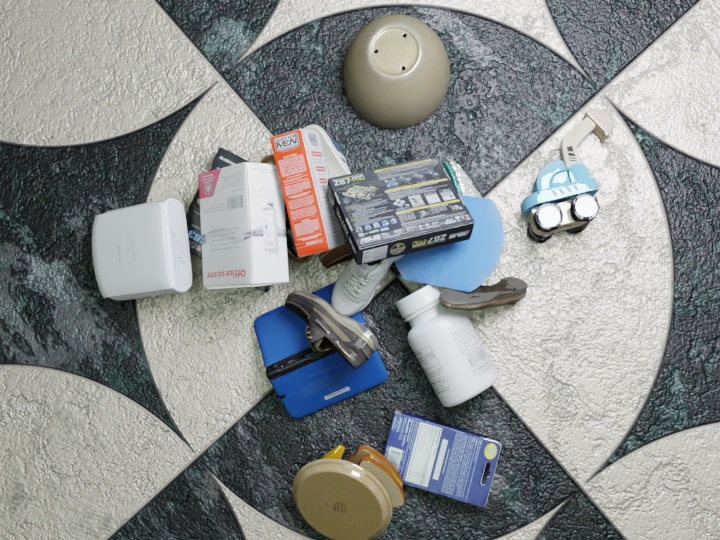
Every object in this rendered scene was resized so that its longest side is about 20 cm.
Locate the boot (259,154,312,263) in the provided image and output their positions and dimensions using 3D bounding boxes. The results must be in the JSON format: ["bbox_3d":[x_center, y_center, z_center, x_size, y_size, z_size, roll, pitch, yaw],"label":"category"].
[{"bbox_3d":[-0.129,-0.112,1.270,0.073,0.075,0.202,-19,88,2],"label":"boot"}]

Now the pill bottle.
[{"bbox_3d":[0.147,0.124,1.267,0.114,0.114,0.201,-29,87,3],"label":"pill bottle"}]

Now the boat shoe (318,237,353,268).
[{"bbox_3d":[0.022,-0.047,1.303,0.199,0.072,0.068,-25,88,4],"label":"boat shoe"}]

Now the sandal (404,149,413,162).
[{"bbox_3d":[0.130,-0.124,1.299,0.048,0.075,0.202,-22,96,5],"label":"sandal"}]

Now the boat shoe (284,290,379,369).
[{"bbox_3d":[-0.062,0.100,1.244,0.199,0.075,0.074,27,70,32],"label":"boat shoe"}]

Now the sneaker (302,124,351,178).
[{"bbox_3d":[-0.042,-0.167,1.306,0.074,0.084,0.202,-22,92,15],"label":"sneaker"}]

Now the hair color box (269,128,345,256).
[{"bbox_3d":[-0.086,-0.131,1.224,0.061,0.101,0.202,-12,93,15],"label":"hair color box"}]

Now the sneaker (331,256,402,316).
[{"bbox_3d":[0.000,0.000,1.237,0.075,0.099,0.201,41,113,15],"label":"sneaker"}]

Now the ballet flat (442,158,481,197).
[{"bbox_3d":[0.193,-0.104,1.304,0.071,0.072,0.202,-15,89,4],"label":"ballet flat"}]

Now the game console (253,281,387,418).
[{"bbox_3d":[-0.073,0.144,1.331,0.198,0.119,0.172,-23,118,4],"label":"game console"}]

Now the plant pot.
[{"bbox_3d":[0.061,-0.363,1.279,0.198,0.134,0.203,0,89,5],"label":"plant pot"}]

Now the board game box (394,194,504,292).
[{"bbox_3d":[0.151,-0.050,1.244,0.198,0.039,0.160,10,88,25],"label":"board game box"}]

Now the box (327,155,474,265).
[{"bbox_3d":[0.062,-0.101,1.177,0.198,0.049,0.162,-14,56,-15],"label":"box"}]

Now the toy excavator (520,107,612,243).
[{"bbox_3d":[0.366,-0.171,1.277,0.193,0.100,0.202,-14,79,2],"label":"toy excavator"}]

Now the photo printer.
[{"bbox_3d":[-0.402,-0.034,1.309,0.198,0.069,0.168,-6,89,28],"label":"photo printer"}]

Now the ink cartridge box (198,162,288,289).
[{"bbox_3d":[-0.201,-0.072,1.236,0.146,0.082,0.202,-4,89,44],"label":"ink cartridge box"}]

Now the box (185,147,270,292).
[{"bbox_3d":[-0.214,-0.092,1.334,0.199,0.050,0.200,27,91,4],"label":"box"}]

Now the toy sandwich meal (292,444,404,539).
[{"bbox_3d":[-0.024,0.392,1.288,0.203,0.070,0.207,7,118,14],"label":"toy sandwich meal"}]

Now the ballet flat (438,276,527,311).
[{"bbox_3d":[0.213,0.049,1.253,0.067,0.199,0.047,39,126,40],"label":"ballet flat"}]

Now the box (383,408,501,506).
[{"bbox_3d":[0.141,0.336,1.301,0.198,0.032,0.122,15,90,7],"label":"box"}]
